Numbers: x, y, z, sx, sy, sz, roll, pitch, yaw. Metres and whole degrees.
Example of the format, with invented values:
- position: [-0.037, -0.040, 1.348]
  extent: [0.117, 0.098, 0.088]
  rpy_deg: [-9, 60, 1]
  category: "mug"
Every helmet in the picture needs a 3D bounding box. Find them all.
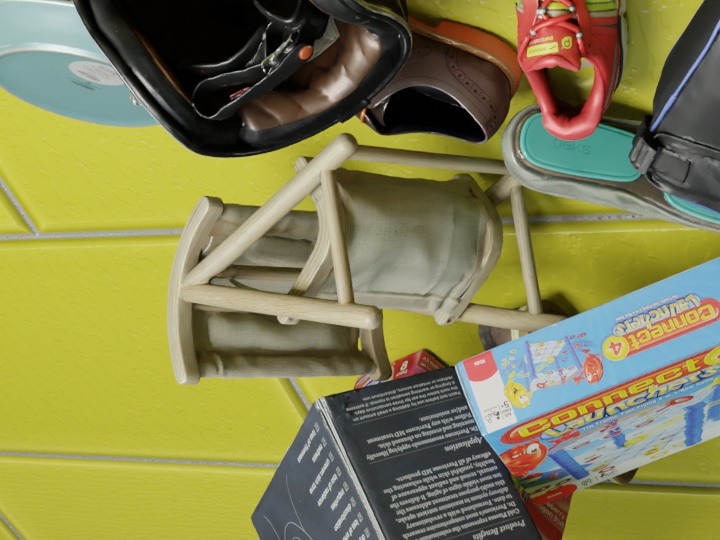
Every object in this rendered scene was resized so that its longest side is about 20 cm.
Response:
- position: [-0.075, -0.181, 0.896]
  extent: [0.191, 0.200, 0.200]
  rpy_deg: [63, 144, 16]
  category: "helmet"

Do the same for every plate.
- position: [-0.191, -0.136, 1.081]
  extent: [0.200, 0.026, 0.200]
  rpy_deg: [10, 165, 3]
  category: "plate"

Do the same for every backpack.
- position: [0.280, -0.103, 0.857]
  extent: [0.200, 0.147, 0.183]
  rpy_deg: [26, 143, 1]
  category: "backpack"

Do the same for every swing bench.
- position: [0.000, 0.000, 1.067]
  extent: [0.199, 0.130, 0.200]
  rpy_deg: [3, 165, -45]
  category: "swing bench"

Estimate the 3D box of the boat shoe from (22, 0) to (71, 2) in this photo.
- position: [-0.215, -0.206, 1.017]
  extent: [0.200, 0.069, 0.071]
  rpy_deg: [0, 113, 20]
  category: "boat shoe"

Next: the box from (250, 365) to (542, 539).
- position: [0.029, 0.210, 1.143]
  extent: [0.124, 0.197, 0.200]
  rpy_deg: [-11, 151, -27]
  category: "box"

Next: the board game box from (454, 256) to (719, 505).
- position: [0.187, 0.083, 1.088]
  extent: [0.200, 0.056, 0.196]
  rpy_deg: [-23, 153, 8]
  category: "board game box"

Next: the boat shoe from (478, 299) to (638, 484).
- position: [0.162, 0.095, 1.233]
  extent: [0.065, 0.073, 0.200]
  rpy_deg: [-1, 135, 43]
  category: "boat shoe"

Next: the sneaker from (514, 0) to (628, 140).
- position: [0.121, -0.158, 0.916]
  extent: [0.077, 0.085, 0.200]
  rpy_deg: [1, 139, 23]
  category: "sneaker"

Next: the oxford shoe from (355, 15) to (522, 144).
- position: [0.002, -0.134, 1.014]
  extent: [0.200, 0.073, 0.071]
  rpy_deg: [14, 142, 9]
  category: "oxford shoe"

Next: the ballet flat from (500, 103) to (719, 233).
- position: [0.190, -0.067, 1.026]
  extent: [0.200, 0.068, 0.064]
  rpy_deg: [14, 172, -1]
  category: "ballet flat"

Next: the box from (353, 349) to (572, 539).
- position: [0.081, 0.171, 1.331]
  extent: [0.200, 0.100, 0.095]
  rpy_deg: [39, 139, -22]
  category: "box"
